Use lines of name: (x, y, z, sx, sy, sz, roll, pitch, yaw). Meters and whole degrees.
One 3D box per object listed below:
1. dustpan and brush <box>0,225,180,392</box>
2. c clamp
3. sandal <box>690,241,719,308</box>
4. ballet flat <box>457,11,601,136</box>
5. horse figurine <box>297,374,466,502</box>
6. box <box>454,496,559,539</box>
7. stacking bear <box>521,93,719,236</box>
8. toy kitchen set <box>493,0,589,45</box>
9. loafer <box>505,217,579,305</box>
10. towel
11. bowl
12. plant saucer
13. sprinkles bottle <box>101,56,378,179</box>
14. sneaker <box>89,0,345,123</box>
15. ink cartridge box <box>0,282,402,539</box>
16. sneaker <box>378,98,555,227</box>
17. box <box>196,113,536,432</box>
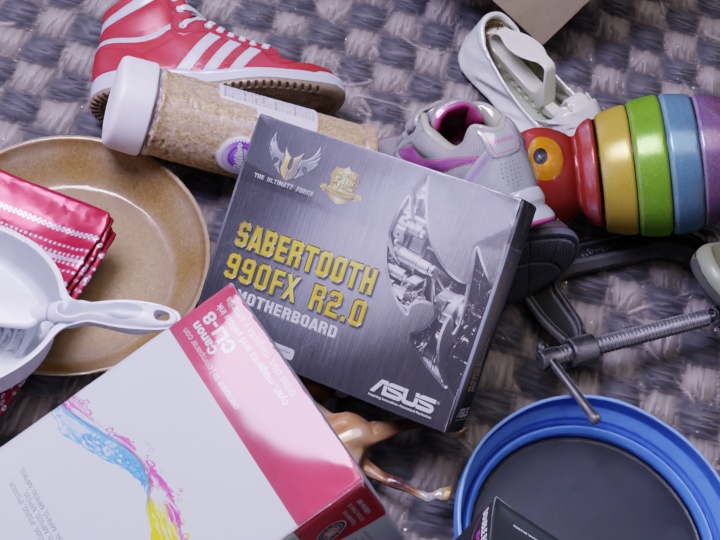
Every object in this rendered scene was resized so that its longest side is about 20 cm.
dustpan and brush: (-0.212, 0.028, 0.819, 0.198, 0.057, 0.141, 9, 57, -4)
c clamp: (0.205, 0.032, 0.974, 0.198, 0.027, 0.171, -17, 44, -21)
sandal: (0.326, -0.009, 0.993, 0.200, 0.058, 0.080, -12, 55, -47)
ballet flat: (0.153, -0.135, 1.063, 0.069, 0.070, 0.200, -30, 67, -26)
horse figurine: (-0.011, 0.155, 0.850, 0.131, 0.050, 0.201, 15, 58, 4)
box: (0.069, 0.255, 0.688, 0.124, 0.149, 0.200, 34, 29, -7)
stacking bear: (0.200, -0.077, 0.981, 0.198, 0.114, 0.123, -6, 77, 9)
toy kitchen set: (0.138, -0.342, 1.099, 0.199, 0.180, 0.164, 38, 28, -20)
loafer: (0.060, -0.003, 0.951, 0.198, 0.072, 0.063, -21, 49, -10)
towel: (-0.269, 0.014, 0.869, 0.143, 0.023, 0.201, 23, 57, 6)
bowl: (0.157, 0.181, 0.873, 0.198, 0.039, 0.202, 5, 57, -8)
plant saucer: (-0.207, -0.006, 0.927, 0.198, 0.036, 0.202, 5, 56, -7)
sprinkles bottle: (-0.088, -0.101, 0.969, 0.198, 0.068, 0.069, 14, 55, -17)
sneaker: (-0.112, -0.173, 1.033, 0.198, 0.071, 0.113, 0, 60, -8)
ink cartridge box: (-0.103, 0.140, 0.750, 0.199, 0.146, 0.145, -35, 67, -5)
sneaker: (0.067, -0.086, 0.956, 0.081, 0.089, 0.199, -20, 21, -27)
box: (0.000, 0.000, 0.877, 0.198, 0.048, 0.160, 20, 94, 20)
